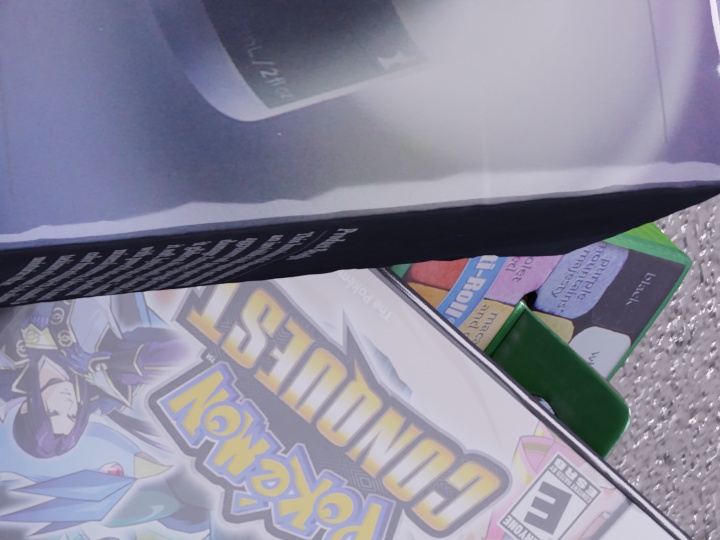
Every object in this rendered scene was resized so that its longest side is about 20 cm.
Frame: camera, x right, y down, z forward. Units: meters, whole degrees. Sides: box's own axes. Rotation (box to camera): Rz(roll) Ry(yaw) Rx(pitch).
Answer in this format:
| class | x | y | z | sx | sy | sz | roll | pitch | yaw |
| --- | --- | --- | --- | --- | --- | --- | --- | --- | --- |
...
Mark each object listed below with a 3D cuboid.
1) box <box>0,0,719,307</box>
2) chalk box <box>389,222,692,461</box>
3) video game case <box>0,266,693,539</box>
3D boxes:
| class | x | y | z | sx | sy | sz | roll | pitch | yaw |
| --- | --- | --- | --- | --- | --- | --- | --- | --- | --- |
| box | -0.034 | -0.100 | 0.633 | 0.197 | 0.123 | 0.201 | -6 | 84 | -19 |
| chalk box | 0.000 | 0.000 | 0.820 | 0.124 | 0.200 | 0.125 | 15 | 117 | -47 |
| video game case | -0.036 | 0.082 | 0.728 | 0.200 | 0.025 | 0.181 | 41 | 89 | -21 |
